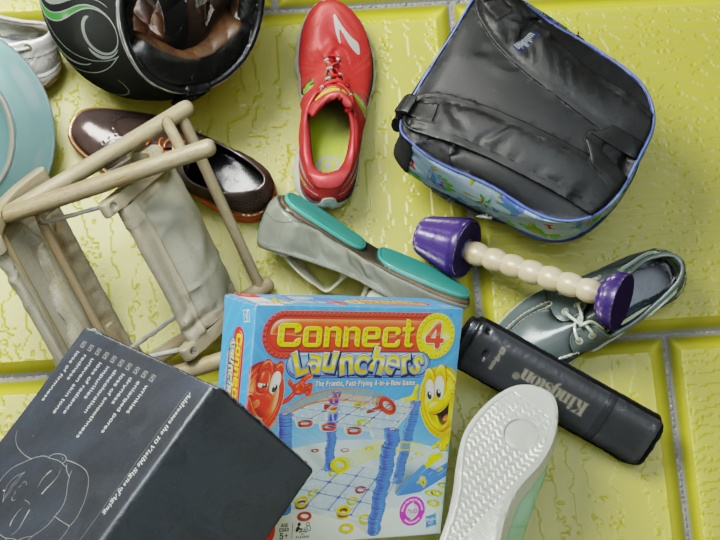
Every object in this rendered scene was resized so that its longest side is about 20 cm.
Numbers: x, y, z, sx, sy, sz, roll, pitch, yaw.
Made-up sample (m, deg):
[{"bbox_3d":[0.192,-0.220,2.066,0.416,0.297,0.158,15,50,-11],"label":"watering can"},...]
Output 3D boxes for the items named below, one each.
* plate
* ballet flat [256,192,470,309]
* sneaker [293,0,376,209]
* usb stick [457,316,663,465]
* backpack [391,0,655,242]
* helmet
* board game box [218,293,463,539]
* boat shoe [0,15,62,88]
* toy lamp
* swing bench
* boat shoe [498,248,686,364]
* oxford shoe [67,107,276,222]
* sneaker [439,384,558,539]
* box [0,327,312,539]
[{"bbox_3d":[-0.371,-0.120,1.372,0.200,0.026,0.201,0,100,0],"label":"plate"},{"bbox_3d":[0.000,0.000,1.384,0.200,0.067,0.064,28,107,-2],"label":"ballet flat"},{"bbox_3d":[-0.021,-0.156,1.403,0.077,0.085,0.200,1,77,-4],"label":"sneaker"},{"bbox_3d":[0.171,0.105,1.351,0.200,0.033,0.056,30,112,-7],"label":"usb stick"},{"bbox_3d":[0.150,-0.123,1.369,0.200,0.147,0.183,31,77,10],"label":"backpack"},{"bbox_3d":[-0.191,-0.252,1.365,0.200,0.200,0.191,-47,40,-11],"label":"helmet"},{"bbox_3d":[-0.020,0.121,1.278,0.200,0.056,0.196,1,98,-30],"label":"board game box"},{"bbox_3d":[-0.371,-0.213,1.402,0.200,0.069,0.071,3,51,-6],"label":"boat shoe"},{"bbox_3d":[0.139,-0.004,1.360,0.200,0.058,0.058,19,76,25],"label":"toy lamp"},{"bbox_3d":[-0.185,-0.001,1.295,0.200,0.130,0.199,-25,116,-5],"label":"swing bench"},{"bbox_3d":[0.200,0.035,1.377,0.200,0.062,0.073,-25,82,-7],"label":"boat shoe"},{"bbox_3d":[-0.169,-0.107,1.391,0.200,0.073,0.071,18,77,2],"label":"oxford shoe"},{"bbox_3d":[0.113,0.200,1.318,0.074,0.118,0.201,18,63,17],"label":"sneaker"},{"bbox_3d":[-0.178,0.171,1.149,0.124,0.196,0.200,45,74,-33],"label":"box"}]
